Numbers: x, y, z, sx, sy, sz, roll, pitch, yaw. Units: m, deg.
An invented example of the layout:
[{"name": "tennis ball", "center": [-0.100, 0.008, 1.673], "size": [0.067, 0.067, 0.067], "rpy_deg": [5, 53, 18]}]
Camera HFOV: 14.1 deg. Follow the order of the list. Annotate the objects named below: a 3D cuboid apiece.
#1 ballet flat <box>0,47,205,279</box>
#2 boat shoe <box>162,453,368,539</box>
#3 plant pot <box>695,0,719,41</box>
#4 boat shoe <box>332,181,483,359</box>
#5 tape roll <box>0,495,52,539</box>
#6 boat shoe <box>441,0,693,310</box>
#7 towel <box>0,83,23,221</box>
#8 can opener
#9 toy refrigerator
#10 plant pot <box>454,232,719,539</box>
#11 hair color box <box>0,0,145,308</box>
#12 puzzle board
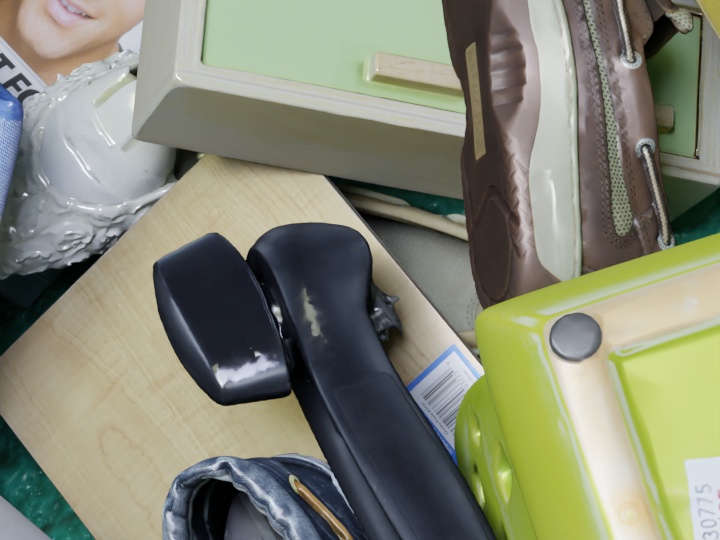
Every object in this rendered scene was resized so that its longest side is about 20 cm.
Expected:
[{"name": "ballet flat", "center": [-0.061, -0.065, 1.078], "size": [0.199, 0.072, 0.072], "rpy_deg": [-26, 62, -10]}, {"name": "boat shoe", "center": [-0.004, 0.152, 0.962], "size": [0.071, 0.091, 0.201], "rpy_deg": [-33, 75, 14]}, {"name": "plant pot", "center": [0.208, -0.133, 0.967], "size": [0.200, 0.194, 0.196], "rpy_deg": [-37, 62, 20]}, {"name": "boat shoe", "center": [0.000, 0.003, 1.074], "size": [0.200, 0.063, 0.074], "rpy_deg": [15, 79, 27]}, {"name": "tape roll", "center": [-0.148, 0.188, 0.997], "size": [0.139, 0.203, 0.203], "rpy_deg": [35, 88, 29]}, {"name": "boat shoe", "center": [0.071, -0.083, 0.966], "size": [0.074, 0.075, 0.204], "rpy_deg": [-2, 87, -17]}, {"name": "towel", "center": [-0.174, 0.012, 1.078], "size": [0.147, 0.024, 0.201], "rpy_deg": [42, 118, 59]}, {"name": "can opener", "center": [0.001, 0.056, 0.957], "size": [0.078, 0.064, 0.200], "rpy_deg": [-28, 51, -8]}, {"name": "toy refrigerator", "center": [0.027, -0.073, 1.023], "size": [0.199, 0.070, 0.076], "rpy_deg": [11, 72, -16]}, {"name": "plant pot", "center": [0.141, 0.085, 0.886], "size": [0.198, 0.182, 0.201], "rpy_deg": [-16, 68, -2]}, {"name": "hair color box", "center": [-0.105, -0.095, 1.155], "size": [0.200, 0.061, 0.099], "rpy_deg": [-47, 61, 2]}, {"name": "puzzle board", "center": [-0.026, 0.064, 1.037], "size": [0.151, 0.017, 0.200], "rpy_deg": [-43, 72, 10]}]
